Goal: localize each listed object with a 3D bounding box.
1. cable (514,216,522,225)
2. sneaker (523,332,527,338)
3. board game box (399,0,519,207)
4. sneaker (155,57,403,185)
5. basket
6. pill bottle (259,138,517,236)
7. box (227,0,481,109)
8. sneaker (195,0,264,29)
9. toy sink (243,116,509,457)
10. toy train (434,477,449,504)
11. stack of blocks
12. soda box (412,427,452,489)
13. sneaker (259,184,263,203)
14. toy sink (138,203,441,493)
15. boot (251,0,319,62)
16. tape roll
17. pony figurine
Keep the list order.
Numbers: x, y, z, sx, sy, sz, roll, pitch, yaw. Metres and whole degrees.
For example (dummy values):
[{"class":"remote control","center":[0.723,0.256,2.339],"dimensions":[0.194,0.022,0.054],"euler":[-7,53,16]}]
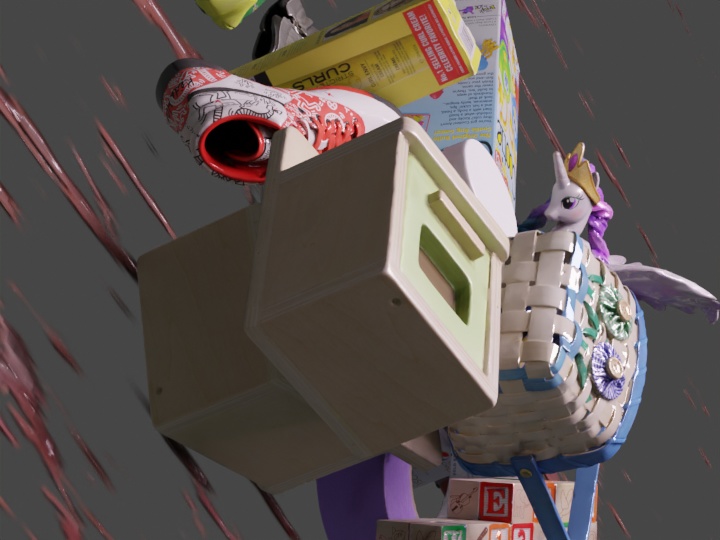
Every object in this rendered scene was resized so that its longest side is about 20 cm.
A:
[{"class":"cable","center":[0.150,0.034,2.011],"dimensions":[0.163,0.051,0.200],"euler":[-169,-114,-71]},{"class":"sneaker","center":[0.127,0.094,1.887],"dimensions":[0.070,0.099,0.200],"euler":[115,-42,-76]},{"class":"board game box","center":[0.071,-0.117,1.763],"dimensions":[0.103,0.105,0.200],"euler":[71,19,-51]},{"class":"sneaker","center":[-0.045,-0.093,1.561],"dimensions":[0.201,0.067,0.108],"euler":[12,24,-26]},{"class":"basket","center":[0.133,0.083,1.508],"dimensions":[0.200,0.139,0.176],"euler":[63,31,-47]},{"class":"pill bottle","center":[0.007,-0.022,1.573],"dimensions":[0.112,0.200,0.113],"euler":[53,25,-37]},{"class":"box","center":[-0.013,-0.149,1.649],"dimensions":[0.075,0.200,0.050],"euler":[62,18,-20]},{"class":"sneaker","center":[-0.092,-0.277,1.744],"dimensions":[0.074,0.084,0.200],"euler":[47,28,-45]},{"class":"toy sink","center":[0.017,-0.008,1.358],"dimensions":[0.130,0.112,0.200],"euler":[51,28,-32]},{"class":"toy train","center":[0.074,0.164,1.811],"dimensions":[0.046,0.034,0.200],"euler":[10,60,-55]},{"class":"stack of blocks","center":[0.093,0.209,1.559],"dimensions":[0.200,0.059,0.115],"euler":[6,85,-51]},{"class":"soda box","center":[0.048,0.081,1.770],"dimensions":[0.064,0.068,0.200],"euler":[53,25,-37]},{"class":"sneaker","center":[0.000,0.000,1.709],"dimensions":[0.200,0.073,0.112],"euler":[37,-15,6]},{"class":"toy sink","center":[-0.049,0.065,1.451],"dimensions":[0.200,0.112,0.130],"euler":[34,40,-51]},{"class":"boot","center":[-0.045,-0.136,1.784],"dimensions":[0.131,0.068,0.200],"euler":[43,30,-29]},{"class":"tape roll","center":[0.054,0.145,1.609],"dimensions":[0.200,0.066,0.200],"euler":[0,91,-51]},{"class":"pony figurine","center":[0.182,0.015,1.801],"dimensions":[0.193,0.200,0.166],"euler":[33,-6,-37]}]
